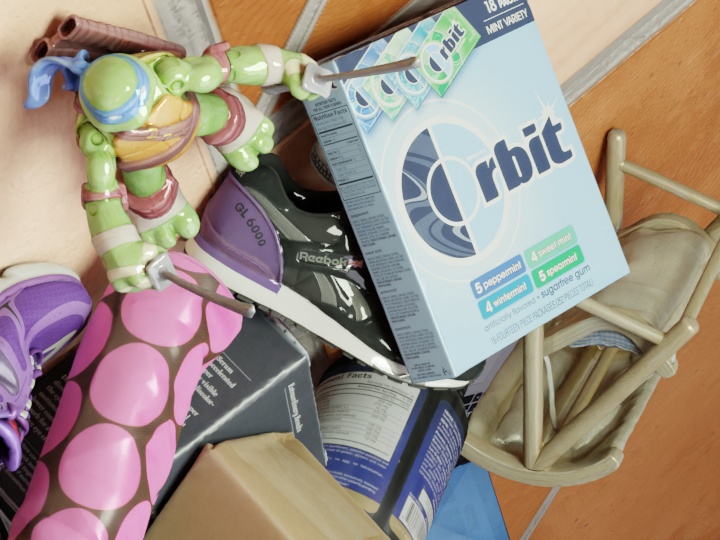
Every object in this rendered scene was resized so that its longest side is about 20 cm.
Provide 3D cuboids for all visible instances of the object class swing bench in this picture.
[{"bbox_3d":[0.180,0.038,1.668,0.199,0.130,0.200,-53,166,-51],"label":"swing bench"}]

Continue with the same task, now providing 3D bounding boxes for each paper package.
[{"bbox_3d":[-0.052,0.232,1.356,0.103,0.200,0.191,4,126,-57],"label":"paper package"}]

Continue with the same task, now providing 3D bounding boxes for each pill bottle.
[{"bbox_3d":[0.009,0.126,1.560,0.112,0.112,0.200,100,12,-48],"label":"pill bottle"}]

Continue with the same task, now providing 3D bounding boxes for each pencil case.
[{"bbox_3d":[-0.130,0.090,1.291,0.094,0.091,0.200,39,62,-38],"label":"pencil case"}]

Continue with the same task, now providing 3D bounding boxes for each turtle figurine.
[{"bbox_3d":[-0.077,-0.049,1.198,0.194,0.200,0.144,59,42,-85],"label":"turtle figurine"}]

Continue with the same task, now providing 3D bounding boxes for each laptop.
[{"bbox_3d":[0.084,0.166,1.788,0.187,0.116,0.200,-10,136,-51],"label":"laptop"}]

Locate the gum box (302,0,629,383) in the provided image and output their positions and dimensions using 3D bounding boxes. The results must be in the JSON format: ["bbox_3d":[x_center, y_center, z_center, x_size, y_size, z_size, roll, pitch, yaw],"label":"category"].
[{"bbox_3d":[0.064,-0.057,1.375,0.170,0.200,0.045,-29,-169,-39],"label":"gum box"}]

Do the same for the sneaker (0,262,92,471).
[{"bbox_3d":[-0.206,0.072,1.246,0.200,0.083,0.081,-48,158,-43],"label":"sneaker"}]

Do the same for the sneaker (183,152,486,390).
[{"bbox_3d":[0.000,0.000,1.376,0.088,0.200,0.076,-59,-166,16],"label":"sneaker"}]

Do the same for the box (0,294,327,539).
[{"bbox_3d":[-0.130,0.114,1.417,0.200,0.104,0.148,-37,152,-19],"label":"box"}]

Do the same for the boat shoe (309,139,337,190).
[{"bbox_3d":[0.054,-0.093,1.447,0.200,0.072,0.066,-5,137,-42],"label":"boat shoe"}]
